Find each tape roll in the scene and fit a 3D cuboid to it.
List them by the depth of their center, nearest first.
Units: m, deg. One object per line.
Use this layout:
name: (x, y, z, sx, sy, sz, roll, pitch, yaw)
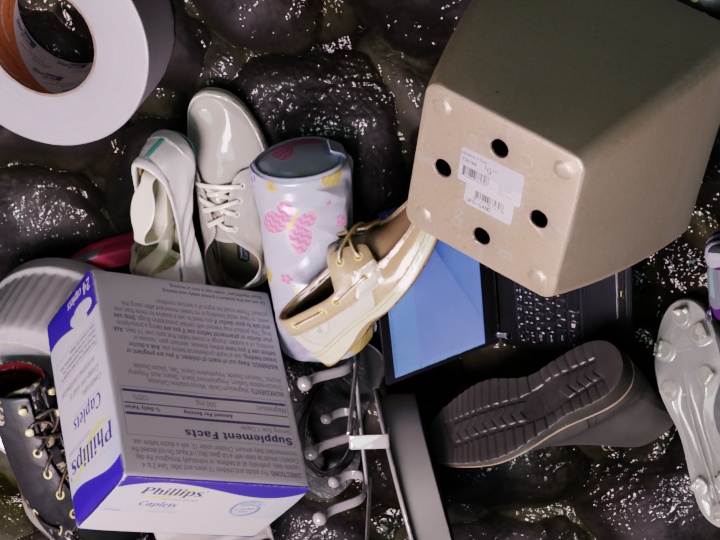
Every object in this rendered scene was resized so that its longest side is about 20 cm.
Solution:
tape roll: (-0.263, -0.211, 1.509, 0.199, 0.066, 0.202, 9, 123, 14)

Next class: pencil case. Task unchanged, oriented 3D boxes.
pencil case: (-0.041, -0.016, 1.546, 0.090, 0.083, 0.201, -3, 121, 10)

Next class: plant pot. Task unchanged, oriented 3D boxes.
plant pot: (0.142, -0.100, 1.325, 0.199, 0.177, 0.201, 30, 137, 21)

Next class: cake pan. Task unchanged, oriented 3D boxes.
cake pan: (0.055, 0.201, 1.593, 0.036, 0.201, 0.202, -15, 118, 2)

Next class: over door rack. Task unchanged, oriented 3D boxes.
over door rack: (-0.014, 0.168, 1.541, 0.066, 0.200, 0.149, -9, 112, -6)

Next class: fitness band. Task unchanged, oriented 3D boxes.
fitness band: (-0.208, 0.034, 1.667, 0.199, 0.038, 0.144, -14, 118, 27)

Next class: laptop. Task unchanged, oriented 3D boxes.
laptop: (0.123, 0.016, 1.494, 0.199, 0.103, 0.178, 10, 125, 25)

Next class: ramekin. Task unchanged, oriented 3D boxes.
ramekin: (-0.282, 0.099, 1.649, 0.199, 0.105, 0.201, 12, 129, 16)

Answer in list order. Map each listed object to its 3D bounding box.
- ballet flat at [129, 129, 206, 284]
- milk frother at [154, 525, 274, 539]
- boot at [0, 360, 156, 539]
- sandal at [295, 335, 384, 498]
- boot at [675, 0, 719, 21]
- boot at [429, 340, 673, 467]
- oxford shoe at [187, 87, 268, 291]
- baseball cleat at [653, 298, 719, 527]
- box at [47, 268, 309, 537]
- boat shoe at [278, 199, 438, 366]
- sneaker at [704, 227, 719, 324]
ballet flat: (-0.178, -0.028, 1.548, 0.069, 0.070, 0.201, 10, 126, 12)
milk frother: (-0.193, 0.234, 1.738, 0.187, 0.200, 0.182, -16, 126, -6)
boot: (-0.262, 0.174, 1.540, 0.203, 0.073, 0.155, 24, 137, 51)
sandal: (-0.029, 0.144, 1.664, 0.075, 0.048, 0.202, 20, 125, 5)
boot: (0.302, -0.210, 1.312, 0.150, 0.073, 0.200, -36, 98, 36)
boot: (0.175, 0.142, 1.551, 0.199, 0.078, 0.138, -22, 147, 28)
oxford shoe: (-0.117, -0.065, 1.557, 0.075, 0.058, 0.201, 5, 120, 20)
baseball cleat: (0.310, 0.121, 1.524, 0.069, 0.106, 0.202, -10, 89, 39)
box: (-0.160, 0.118, 1.518, 0.183, 0.201, 0.105, 9, 143, -34)
boat shoe: (0.000, 0.000, 1.439, 0.066, 0.074, 0.200, 31, 124, -13)
sneaker: (0.379, 0.020, 1.431, 0.199, 0.074, 0.088, 12, 121, 24)
